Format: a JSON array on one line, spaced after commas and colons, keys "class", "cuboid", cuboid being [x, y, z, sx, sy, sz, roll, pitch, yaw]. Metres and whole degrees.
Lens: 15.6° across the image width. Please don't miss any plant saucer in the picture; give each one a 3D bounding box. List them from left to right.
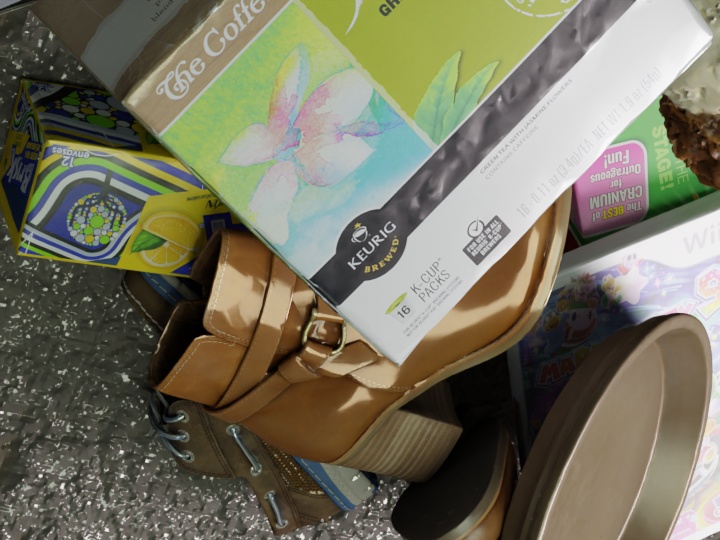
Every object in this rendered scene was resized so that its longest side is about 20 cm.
[{"class": "plant saucer", "cuboid": [0.119, 0.112, 1.310, 0.200, 0.029, 0.201, -46, 148, -41]}]

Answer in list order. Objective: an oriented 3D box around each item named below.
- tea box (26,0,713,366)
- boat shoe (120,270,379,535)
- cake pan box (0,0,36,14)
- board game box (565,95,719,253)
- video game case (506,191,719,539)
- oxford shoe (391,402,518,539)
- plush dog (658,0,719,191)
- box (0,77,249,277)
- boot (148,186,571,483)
[{"class": "tea box", "cuboid": [0.002, -0.108, 1.103, 0.200, 0.134, 0.197, -47, 127, 0]}, {"class": "boat shoe", "cuboid": [-0.068, 0.070, 1.343, 0.072, 0.072, 0.200, -37, 123, 4]}, {"class": "cake pan box", "cuboid": [-0.211, -0.211, 1.072, 0.052, 0.200, 0.185, -29, 131, -37]}, {"class": "board game box", "cuboid": [0.183, -0.029, 1.396, 0.152, 0.040, 0.201, -19, 122, -9]}, {"class": "video game case", "cuboid": [0.146, 0.069, 1.385, 0.143, 0.018, 0.201, -21, 123, -20]}, {"class": "oxford shoe", "cuboid": [0.061, 0.119, 1.332, 0.071, 0.200, 0.071, -38, 94, 6]}, {"class": "plush dog", "cuboid": [0.209, -0.130, 1.259, 0.171, 0.160, 0.201, -12, 95, -2]}, {"class": "box", "cuboid": [-0.072, -0.037, 1.284, 0.199, 0.070, 0.065, 7, 117, -22]}, {"class": "boot", "cuboid": [0.000, 0.000, 1.254, 0.155, 0.077, 0.200, 20, 114, -22]}]
